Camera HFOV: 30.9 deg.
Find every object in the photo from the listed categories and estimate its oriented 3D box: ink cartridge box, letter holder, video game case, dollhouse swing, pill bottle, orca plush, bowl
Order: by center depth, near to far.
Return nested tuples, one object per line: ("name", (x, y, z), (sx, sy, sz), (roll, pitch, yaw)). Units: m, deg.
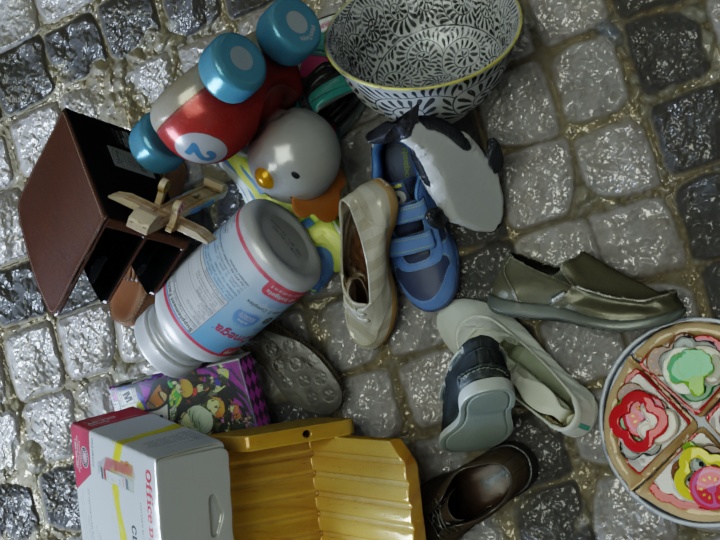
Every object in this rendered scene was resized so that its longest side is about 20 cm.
("orca plush", (0.070, -0.104, 1.290), (0.071, 0.199, 0.106), (36, 101, 44))
("bowl", (0.067, -0.207, 1.312), (0.198, 0.202, 0.095), (12, 139, 23))
("dollhouse swing", (-0.049, 0.263, 1.322), (0.179, 0.175, 0.203), (-7, 92, -21))
("pill bottle", (-0.143, 0.025, 1.358), (0.199, 0.108, 0.109), (-39, 75, 26))
("ink cartridge box", (-0.220, 0.236, 1.362), (0.199, 0.083, 0.147), (8, 104, 53))
("letter holder", (-0.281, -0.049, 1.387), (0.143, 0.100, 0.201), (-55, 41, 23))
("video game case", (-0.175, 0.206, 1.447), (0.179, 0.036, 0.203), (-13, 94, 25))

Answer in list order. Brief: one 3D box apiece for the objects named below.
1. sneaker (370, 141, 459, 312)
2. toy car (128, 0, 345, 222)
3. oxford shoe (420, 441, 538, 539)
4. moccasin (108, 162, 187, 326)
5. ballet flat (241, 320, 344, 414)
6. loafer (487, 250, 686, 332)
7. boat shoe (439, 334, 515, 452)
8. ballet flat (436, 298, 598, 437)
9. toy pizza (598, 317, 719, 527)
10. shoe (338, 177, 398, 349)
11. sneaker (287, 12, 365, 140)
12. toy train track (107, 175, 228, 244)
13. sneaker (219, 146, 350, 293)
("sneaker", (0.049, -0.056, 1.344), (0.073, 0.082, 0.203), (-14, 86, 21))
("toy car", (-0.092, -0.125, 1.288), (0.201, 0.177, 0.184), (52, 137, -3))
("oxford shoe", (0.085, 0.243, 1.328), (0.200, 0.084, 0.073), (-43, 76, 19))
("moccasin", (-0.248, -0.037, 1.476), (0.073, 0.078, 0.204), (23, 99, 22))
("ballet flat", (-0.094, 0.085, 1.432), (0.199, 0.046, 0.068), (34, 108, 15))
("loafer", (0.219, 0.017, 1.273), (0.197, 0.075, 0.071), (6, 96, 24))
("boat shoe", (0.114, 0.125, 1.276), (0.074, 0.201, 0.061), (-4, 64, -9))
("ballet flat", (0.152, 0.094, 1.308), (0.199, 0.069, 0.070), (39, 104, 19))
("toy pizza", (0.324, 0.147, 1.251), (0.198, 0.032, 0.203), (0, 90, 24))
("shoe", (0.000, 0.000, 1.340), (0.070, 0.053, 0.202), (29, 132, 36))
("sneaker", (-0.070, -0.179, 1.400), (0.198, 0.083, 0.122), (-25, 71, 20))
("toy train track", (-0.179, -0.075, 1.323), (0.114, 0.200, 0.033), (25, 109, 9))
("sneaker", (-0.097, -0.052, 1.412), (0.199, 0.076, 0.106), (38, 105, 18))
